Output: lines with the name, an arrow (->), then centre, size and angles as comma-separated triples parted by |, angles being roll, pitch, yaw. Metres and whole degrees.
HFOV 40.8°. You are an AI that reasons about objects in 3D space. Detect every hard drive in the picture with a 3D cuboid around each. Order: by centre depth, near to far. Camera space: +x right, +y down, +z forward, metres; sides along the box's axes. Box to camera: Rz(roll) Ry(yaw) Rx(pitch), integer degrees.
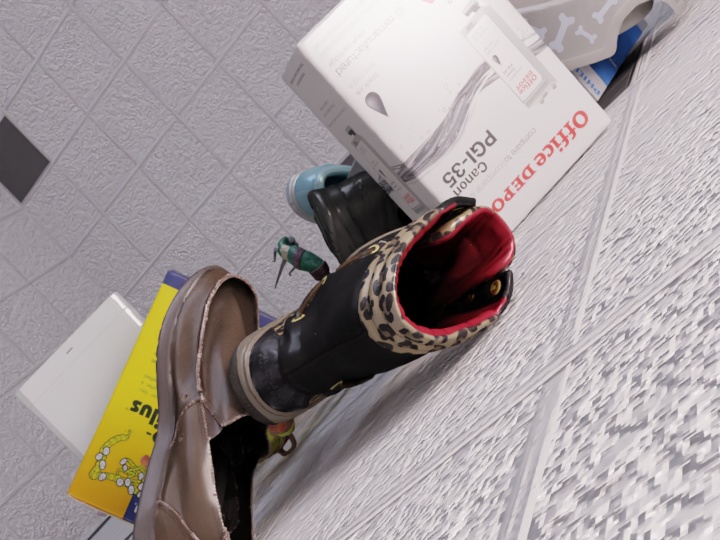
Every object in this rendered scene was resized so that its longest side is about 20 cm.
hard drive -> -0.206, 0.139, 0.909 | 0.132, 0.200, 0.026 | -45, 3, -4

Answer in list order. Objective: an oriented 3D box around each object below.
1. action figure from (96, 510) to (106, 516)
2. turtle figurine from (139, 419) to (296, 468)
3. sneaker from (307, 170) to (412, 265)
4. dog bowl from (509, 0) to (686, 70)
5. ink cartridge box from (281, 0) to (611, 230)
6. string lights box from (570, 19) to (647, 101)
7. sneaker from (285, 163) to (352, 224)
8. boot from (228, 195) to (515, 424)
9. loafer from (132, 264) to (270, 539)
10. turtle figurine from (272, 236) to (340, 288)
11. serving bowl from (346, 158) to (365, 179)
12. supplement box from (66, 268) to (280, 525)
action figure -> -0.194, 0.136, 0.987 | 0.134, 0.146, 0.204 | -150, 62, -68
turtle figurine -> -0.066, 0.105, 0.713 | 0.161, 0.065, 0.199 | -41, 7, -38
sneaker -> 0.024, -0.023, 0.821 | 0.090, 0.077, 0.200 | -29, -23, 1
dog bowl -> 0.194, -0.244, 0.890 | 0.197, 0.059, 0.201 | -18, 25, 9
ink cartridge box -> 0.063, -0.127, 0.709 | 0.147, 0.200, 0.083 | -45, 6, -11
string lights box -> 0.214, -0.201, 0.977 | 0.103, 0.059, 0.200 | -42, 6, 43
sneaker -> 0.024, -0.066, 1.020 | 0.082, 0.197, 0.075 | -5, 80, 63
boot -> 0.031, 0.008, 0.551 | 0.199, 0.074, 0.150 | -30, -1, -41
loafer -> -0.079, 0.088, 0.579 | 0.070, 0.073, 0.203 | -12, 59, 25
turtle figurine -> 0.000, 0.000, 0.984 | 0.148, 0.102, 0.200 | 4, -29, -34
serving bowl -> 0.061, -0.141, 0.848 | 0.202, 0.065, 0.200 | -61, -2, -3
supplement box -> -0.158, 0.117, 0.841 | 0.109, 0.108, 0.203 | 145, 148, -78
